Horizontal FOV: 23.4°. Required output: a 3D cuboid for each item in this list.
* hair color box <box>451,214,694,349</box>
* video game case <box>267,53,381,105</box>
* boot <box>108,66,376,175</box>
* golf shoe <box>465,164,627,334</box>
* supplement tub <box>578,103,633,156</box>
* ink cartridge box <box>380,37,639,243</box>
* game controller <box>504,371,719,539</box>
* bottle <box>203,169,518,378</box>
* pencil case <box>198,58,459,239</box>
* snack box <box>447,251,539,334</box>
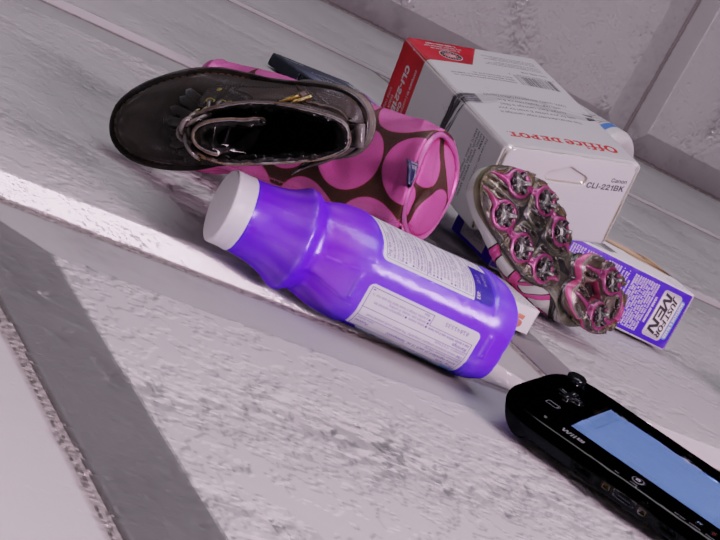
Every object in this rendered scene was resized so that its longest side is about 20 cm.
[{"bbox_3d":[0.193,-0.008,1.587,0.199,0.065,0.109,26,11,-23],"label":"hair color box"},{"bbox_3d":[0.002,-0.182,1.982,0.200,0.019,0.142,37,14,37],"label":"video game case"},{"bbox_3d":[-0.084,-0.093,1.093,0.198,0.070,0.174,-2,8,10],"label":"boot"},{"bbox_3d":[0.131,-0.014,1.393,0.092,0.073,0.200,9,-28,44],"label":"golf shoe"},{"bbox_3d":[0.214,-0.152,2.081,0.199,0.133,0.132,34,12,27],"label":"supplement tub"},{"bbox_3d":[0.125,-0.113,1.507,0.143,0.084,0.200,5,30,-30],"label":"ink cartridge box"},{"bbox_3d":[0.177,0.124,1.033,0.199,0.042,0.104,34,12,24],"label":"game controller"},{"bbox_3d":[0.000,0.000,1.073,0.199,0.066,0.084,25,15,-21],"label":"bottle"},{"bbox_3d":[-0.034,-0.083,1.231,0.199,0.094,0.091,19,-14,24],"label":"pencil case"},{"bbox_3d":[0.042,-0.005,1.299,0.199,0.024,0.072,22,15,-34],"label":"snack box"}]
